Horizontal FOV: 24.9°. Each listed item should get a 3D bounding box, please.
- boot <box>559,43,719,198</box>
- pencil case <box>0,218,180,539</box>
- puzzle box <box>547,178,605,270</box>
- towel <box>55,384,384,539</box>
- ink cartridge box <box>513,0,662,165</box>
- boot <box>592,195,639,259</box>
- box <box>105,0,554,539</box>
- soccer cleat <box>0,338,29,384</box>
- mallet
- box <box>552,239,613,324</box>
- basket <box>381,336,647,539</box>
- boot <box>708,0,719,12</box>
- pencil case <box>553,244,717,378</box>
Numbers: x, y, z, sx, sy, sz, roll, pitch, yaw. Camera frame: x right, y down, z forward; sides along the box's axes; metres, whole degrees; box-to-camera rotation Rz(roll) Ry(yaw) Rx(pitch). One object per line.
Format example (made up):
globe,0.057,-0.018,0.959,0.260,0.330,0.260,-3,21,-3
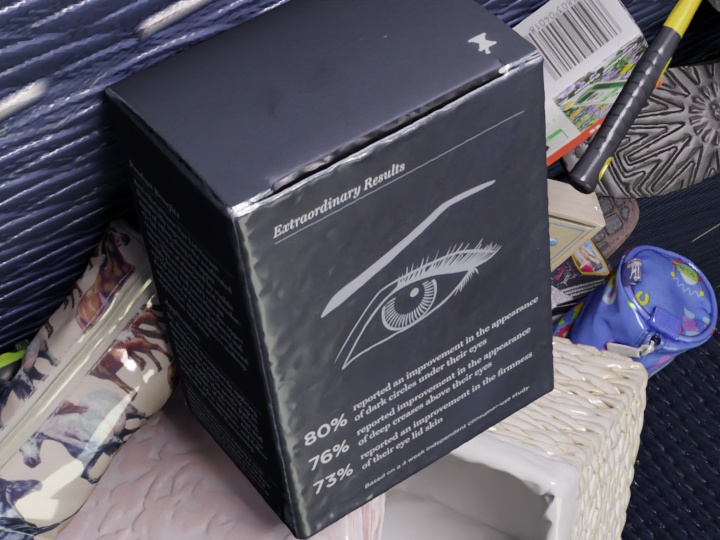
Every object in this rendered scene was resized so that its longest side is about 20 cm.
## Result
boot,0.221,-0.106,1.117,0.211,0.080,0.158,-17,-174,-6
pencil case,-0.141,0.065,0.777,0.200,0.078,0.089,-50,180,1
puzzle box,0.024,-0.016,0.916,0.200,0.025,0.133,11,140,-35
towel,-0.072,0.089,0.837,0.200,0.191,0.032,-20,133,28
ink cartridge box,0.119,-0.103,0.957,0.109,0.050,0.200,-36,167,10
boot,0.136,-0.014,1.329,0.200,0.075,0.097,-29,-179,14
box,-0.005,-0.009,0.698,0.148,0.104,0.200,-28,136,-21
soccer cleat,-0.187,0.103,0.894,0.067,0.081,0.200,-27,164,-26
mallet,0.161,-0.130,0.825,0.200,0.041,0.066,-57,166,-12
box,0.065,0.031,1.185,0.200,0.115,0.132,-43,164,27
basket,0.059,0.140,1.034,0.161,0.198,0.200,-43,143,-49
boot,0.256,-0.159,0.985,0.074,0.096,0.200,-38,167,19
pencil case,0.151,0.065,1.092,0.200,0.078,0.087,-48,-170,39
